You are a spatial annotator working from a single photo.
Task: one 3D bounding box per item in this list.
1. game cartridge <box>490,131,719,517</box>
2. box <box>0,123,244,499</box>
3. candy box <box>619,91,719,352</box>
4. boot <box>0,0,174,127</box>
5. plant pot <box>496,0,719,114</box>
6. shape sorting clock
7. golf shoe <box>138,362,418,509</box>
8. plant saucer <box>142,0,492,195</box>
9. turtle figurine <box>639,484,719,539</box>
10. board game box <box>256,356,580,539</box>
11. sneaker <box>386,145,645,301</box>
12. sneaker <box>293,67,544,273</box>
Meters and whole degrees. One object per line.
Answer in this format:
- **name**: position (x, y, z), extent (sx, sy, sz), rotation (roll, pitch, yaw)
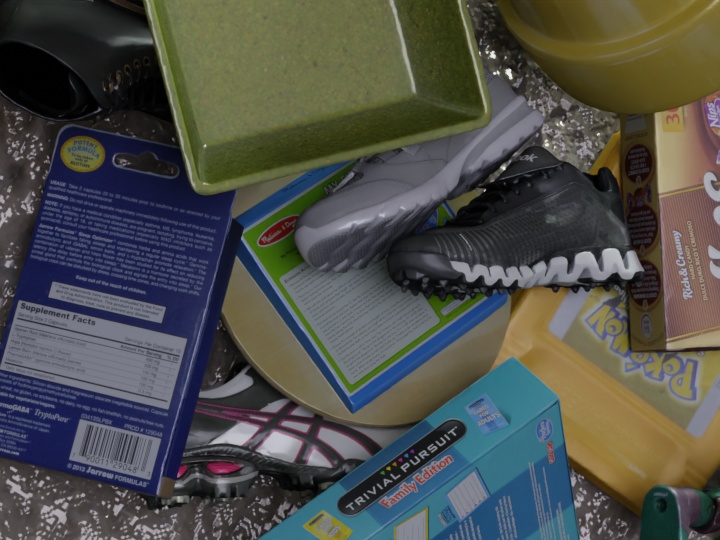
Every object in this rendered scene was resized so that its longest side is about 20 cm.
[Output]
- **game cartridge**: position (0.184, 0.040, 1.480), extent (0.176, 0.032, 0.200), rotation (36, 75, -14)
- **box**: position (-0.143, 0.023, 1.337), extent (0.121, 0.032, 0.200), rotation (13, 83, 15)
- **candy box**: position (0.228, -0.049, 1.455), extent (0.117, 0.056, 0.200), rotation (-2, 87, -19)
- **boot**: position (-0.123, -0.103, 1.318), extent (0.200, 0.138, 0.077), rotation (17, 114, -10)
- **plant pot**: position (0.147, -0.225, 1.359), extent (0.189, 0.201, 0.201), rotation (42, 73, -44)
- **shape sorting clock**: position (0.000, 0.000, 1.397), extent (0.200, 0.039, 0.200), rotation (9, 70, -24)
- **golf shoe**: position (-0.040, 0.094, 1.378), extent (0.200, 0.077, 0.088), rotation (-1, 78, -20)
- **plant saucer**: position (-0.040, -0.156, 1.304), extent (0.200, 0.048, 0.200), rotation (-15, 92, -28)
- **turtle figurine**: position (0.272, 0.153, 1.466), extent (0.200, 0.150, 0.101), rotation (7, 50, -48)
- **board game box**: position (0.035, 0.162, 1.367), extent (0.200, 0.047, 0.151), rotation (-34, 142, -18)
- **sneaker**: position (0.090, -0.029, 1.383), extent (0.200, 0.066, 0.091), rotation (-2, 86, -41)
- **sneaker**: position (0.020, -0.066, 1.375), extent (0.082, 0.075, 0.200), rotation (49, 48, 6)
